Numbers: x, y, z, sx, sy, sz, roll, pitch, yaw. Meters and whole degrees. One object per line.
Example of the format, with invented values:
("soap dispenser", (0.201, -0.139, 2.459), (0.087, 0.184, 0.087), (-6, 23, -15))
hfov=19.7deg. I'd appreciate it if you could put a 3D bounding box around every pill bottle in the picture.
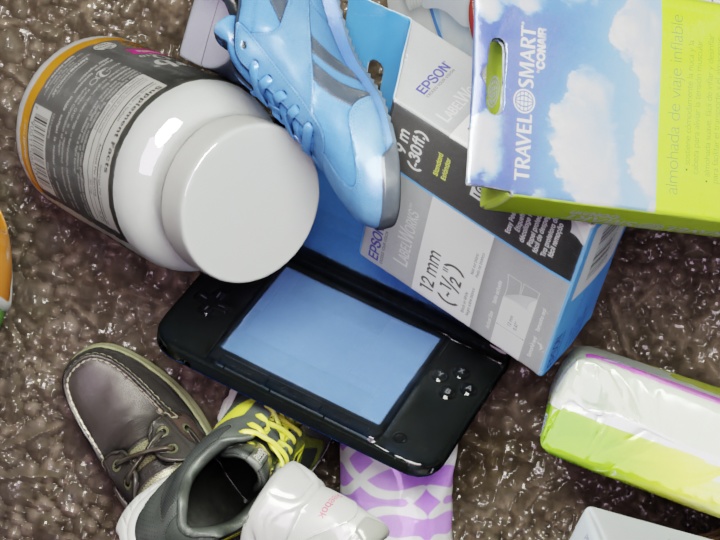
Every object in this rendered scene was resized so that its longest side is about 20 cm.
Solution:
("pill bottle", (-0.117, -0.066, 1.248), (0.116, 0.200, 0.117), (-14, 115, -32))

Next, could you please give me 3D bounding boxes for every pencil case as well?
("pencil case", (0.031, 0.186, 1.303), (0.085, 0.084, 0.201), (-3, 93, -29))

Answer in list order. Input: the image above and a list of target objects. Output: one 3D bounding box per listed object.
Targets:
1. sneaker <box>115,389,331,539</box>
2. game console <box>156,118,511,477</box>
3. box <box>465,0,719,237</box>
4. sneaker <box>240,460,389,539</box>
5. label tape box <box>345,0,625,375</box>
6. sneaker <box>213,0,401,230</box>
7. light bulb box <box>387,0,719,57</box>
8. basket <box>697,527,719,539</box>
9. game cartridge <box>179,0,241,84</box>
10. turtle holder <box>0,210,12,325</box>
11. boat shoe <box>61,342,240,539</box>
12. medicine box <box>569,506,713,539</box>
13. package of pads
("sneaker", (-0.062, 0.116, 1.273), (0.074, 0.085, 0.200), (46, 58, -8))
("game console", (0.000, 0.000, 1.268), (0.199, 0.171, 0.119), (24, 136, 15))
("box", (0.142, -0.085, 1.084), (0.199, 0.048, 0.123), (6, 79, -18))
("sneaker", (-0.022, 0.213, 1.241), (0.099, 0.078, 0.201), (23, 134, 22))
("label tape box", (0.052, -0.050, 1.186), (0.199, 0.144, 0.066), (32, 55, 15))
("sneaker", (-0.037, -0.104, 1.162), (0.078, 0.066, 0.201), (-13, 65, -20))
("light bulb box", (0.103, -0.210, 1.213), (0.124, 0.200, 0.200), (-6, 89, -21))
("basket", (0.182, 0.252, 1.252), (0.199, 0.149, 0.144), (-22, 88, 5))
("game cartridge", (-0.054, -0.215, 1.279), (0.041, 0.133, 0.201), (21, 93, 3))
("turtle holder", (-0.303, -0.006, 1.322), (0.185, 0.141, 0.133), (3, 72, 45))
("boat shoe", (-0.121, 0.129, 1.325), (0.073, 0.065, 0.200), (-42, 85, 7))
("medicine box", (0.176, 0.256, 1.158), (0.181, 0.103, 0.201), (16, 116, -16))
("package of pads", (0.208, 0.106, 1.245), (0.199, 0.155, 0.069), (21, 92, 4))
